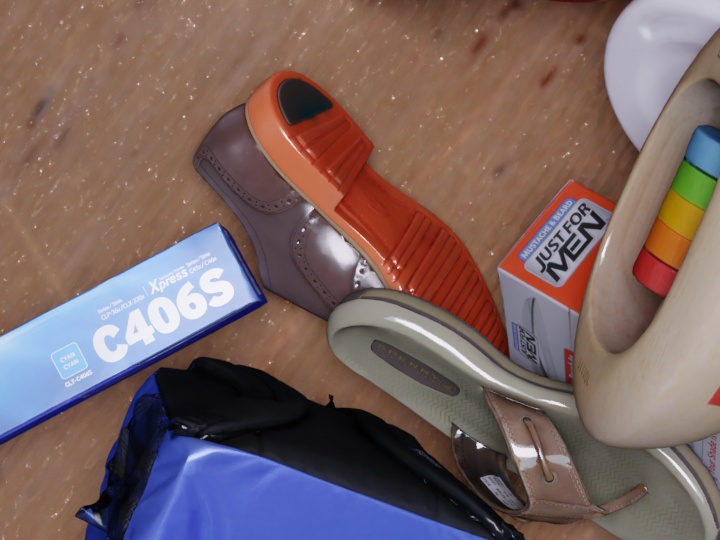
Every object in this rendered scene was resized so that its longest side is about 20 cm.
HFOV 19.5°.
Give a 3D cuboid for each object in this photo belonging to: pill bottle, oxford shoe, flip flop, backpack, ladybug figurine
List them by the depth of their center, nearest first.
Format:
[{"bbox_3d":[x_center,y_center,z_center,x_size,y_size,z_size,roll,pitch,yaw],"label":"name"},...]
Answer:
[{"bbox_3d":[0.150,-0.016,0.824,0.072,0.136,0.200,19,110,-14],"label":"ladybug figurine"},{"bbox_3d":[-0.051,0.128,0.924,0.162,0.200,0.168,26,95,-14],"label":"backpack"},{"bbox_3d":[0.068,0.077,0.936,0.200,0.081,0.058,31,54,3],"label":"flip flop"},{"bbox_3d":[0.208,-0.125,0.947,0.111,0.111,0.200,47,57,1],"label":"pill bottle"},{"bbox_3d":[0.000,0.000,1.006,0.072,0.071,0.200,-33,97,32],"label":"oxford shoe"}]

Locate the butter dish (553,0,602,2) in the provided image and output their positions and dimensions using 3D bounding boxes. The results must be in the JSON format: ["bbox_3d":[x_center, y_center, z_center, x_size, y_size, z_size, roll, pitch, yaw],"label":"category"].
[{"bbox_3d":[0.107,-0.196,0.963,0.148,0.199,0.200,24,88,-23],"label":"butter dish"}]

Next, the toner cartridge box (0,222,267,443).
[{"bbox_3d":[-0.142,0.043,0.979,0.200,0.095,0.043,-28,88,-2],"label":"toner cartridge box"}]

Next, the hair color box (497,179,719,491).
[{"bbox_3d":[0.160,0.054,0.932,0.200,0.111,0.064,30,66,24],"label":"hair color box"}]
